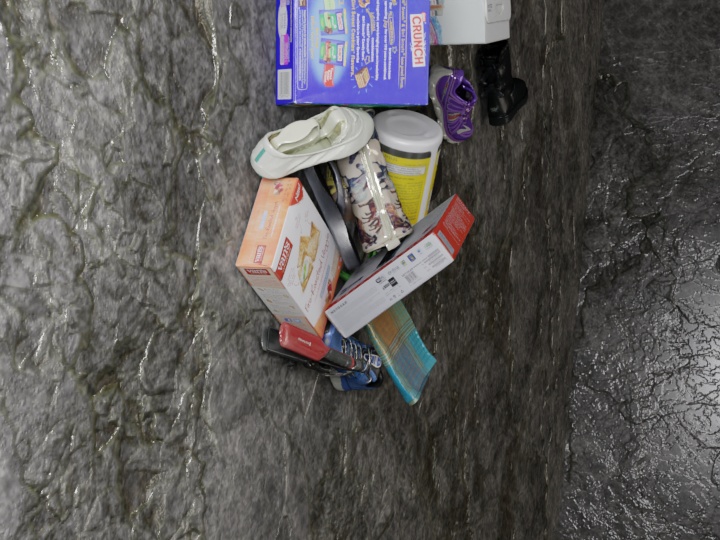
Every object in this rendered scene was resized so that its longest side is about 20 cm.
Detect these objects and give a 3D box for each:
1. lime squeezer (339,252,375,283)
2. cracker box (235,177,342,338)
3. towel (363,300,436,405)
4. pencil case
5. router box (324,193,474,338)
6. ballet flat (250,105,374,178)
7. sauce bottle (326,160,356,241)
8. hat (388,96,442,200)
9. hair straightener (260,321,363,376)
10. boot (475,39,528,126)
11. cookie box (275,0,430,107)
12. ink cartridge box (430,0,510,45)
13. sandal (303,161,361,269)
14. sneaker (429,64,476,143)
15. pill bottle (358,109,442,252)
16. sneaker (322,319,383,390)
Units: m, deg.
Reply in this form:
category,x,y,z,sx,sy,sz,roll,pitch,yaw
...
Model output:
category,x,y,z,sx,sy,sz,roll,pitch,yaw
lime squeezer,0.000,0.000,1.734,0.200,0.037,0.072,-28,119,-64
cracker box,-0.090,-0.014,1.482,0.201,0.057,0.136,58,41,-55
towel,0.050,0.092,1.701,0.202,0.021,0.147,61,26,-11
pencil case,0.012,-0.125,1.553,0.089,0.077,0.203,-22,93,-88
router box,0.058,-0.008,1.551,0.049,0.199,0.180,50,24,-7
ballet flat,-0.052,-0.175,1.432,0.198,0.069,0.070,-26,122,-31
sauce bottle,-0.021,-0.125,1.625,0.065,0.064,0.203,16,79,-67
hat,0.075,-0.212,1.832,0.200,0.080,0.204,-5,90,-73
hair straightener,-0.068,0.114,1.536,0.199,0.076,0.042,20,64,-48
boot,0.306,-0.422,2.383,0.199,0.072,0.164,-56,140,-50
cookie box,-0.009,-0.303,1.465,0.197,0.075,0.174,-3,98,-25
ink cartridge box,0.127,-0.435,1.759,0.145,0.197,0.147,-34,125,-63
sandal,-0.037,-0.101,1.540,0.076,0.042,0.202,-92,159,-75
sneaker,0.184,-0.306,2.076,0.200,0.082,0.082,56,44,-58
pill bottle,0.056,-0.134,1.705,0.114,0.113,0.202,-51,156,-54
sneaker,-0.013,0.122,1.653,0.200,0.088,0.080,56,43,-57
